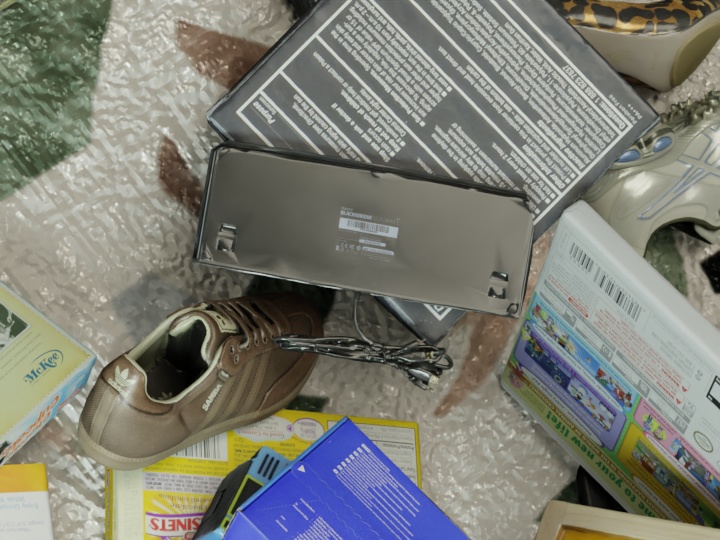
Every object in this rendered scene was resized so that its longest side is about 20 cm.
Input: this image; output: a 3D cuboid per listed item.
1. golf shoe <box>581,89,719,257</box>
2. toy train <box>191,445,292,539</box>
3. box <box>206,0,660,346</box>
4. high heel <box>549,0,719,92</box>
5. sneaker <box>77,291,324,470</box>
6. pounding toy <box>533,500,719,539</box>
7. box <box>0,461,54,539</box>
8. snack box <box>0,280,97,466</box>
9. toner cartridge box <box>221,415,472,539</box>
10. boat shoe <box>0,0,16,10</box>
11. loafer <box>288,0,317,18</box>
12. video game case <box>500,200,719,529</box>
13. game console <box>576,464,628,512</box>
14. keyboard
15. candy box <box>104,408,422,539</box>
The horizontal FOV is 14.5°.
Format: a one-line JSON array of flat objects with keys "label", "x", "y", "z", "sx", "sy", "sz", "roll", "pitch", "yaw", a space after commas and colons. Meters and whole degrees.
[{"label": "golf shoe", "x": 0.231, "y": -0.068, "z": 1.903, "sx": 0.199, "sy": 0.078, "sz": 0.098, "roll": -21, "pitch": 95, "yaw": -24}, {"label": "toy train", "x": -0.059, "y": 0.203, "z": 1.608, "sx": 0.114, "sy": 0.087, "sz": 0.201, "roll": 30, "pitch": 54, "yaw": -4}, {"label": "box", "x": 0.040, "y": -0.093, "z": 1.743, "sx": 0.198, "sy": 0.123, "sz": 0.200, "roll": -44, "pitch": 93, "yaw": -3}, {"label": "high heel", "x": 0.159, "y": -0.177, "z": 1.919, "sx": 0.142, "sy": 0.072, "sz": 0.200, "roll": 39, "pitch": 45, "yaw": 19}, {"label": "sneaker", "x": -0.082, "y": 0.052, "z": 1.677, "sx": 0.070, "sy": 0.076, "sz": 0.200, "roll": 39, "pitch": 43, "yaw": 17}, {"label": "pounding toy", "x": 0.140, "y": 0.236, "z": 1.652, "sx": 0.142, "sy": 0.199, "sz": 0.185, "roll": 50, "pitch": 55, "yaw": -51}, {"label": "box", "x": -0.226, "y": 0.210, "z": 1.592, "sx": 0.118, "sy": 0.041, "sz": 0.201, "roll": 0, "pitch": 71, "yaw": -23}, {"label": "snack box", "x": -0.254, "y": 0.077, "z": 1.604, "sx": 0.116, "sy": 0.037, "sz": 0.200, "roll": 37, "pitch": 47, "yaw": 9}, {"label": "toner cartridge box", "x": 0.027, "y": 0.184, "z": 1.572, "sx": 0.200, "sy": 0.043, "sz": 0.095, "roll": 45, "pitch": 55, "yaw": 11}, {"label": "boat shoe", "x": -0.238, "y": -0.191, "z": 1.742, "sx": 0.073, "sy": 0.063, "sz": 0.200, "roll": 35, "pitch": 59, "yaw": -6}, {"label": "loafer", "x": -0.001, "y": -0.162, "z": 1.829, "sx": 0.068, "sy": 0.070, "sz": 0.201, "roll": -22, "pitch": 79, "yaw": -29}, {"label": "video game case", "x": 0.175, "y": 0.080, "z": 1.709, "sx": 0.022, "sy": 0.182, "sz": 0.200, "roll": -32, "pitch": 66, "yaw": -31}, {"label": "game console", "x": 0.244, "y": 0.193, "z": 1.759, "sx": 0.170, "sy": 0.118, "sz": 0.201, "roll": 1, "pitch": 68, "yaw": -23}, {"label": "keyboard", "x": 0.000, "y": 0.000, "z": 1.674, "sx": 0.199, "sy": 0.021, "sz": 0.128, "roll": 10, "pitch": 84, "yaw": -2}, {"label": "candy box", "x": -0.057, "y": 0.133, "z": 1.705, "sx": 0.199, "sy": 0.026, "sz": 0.103, "roll": 7, "pitch": 67, "yaw": -20}]
